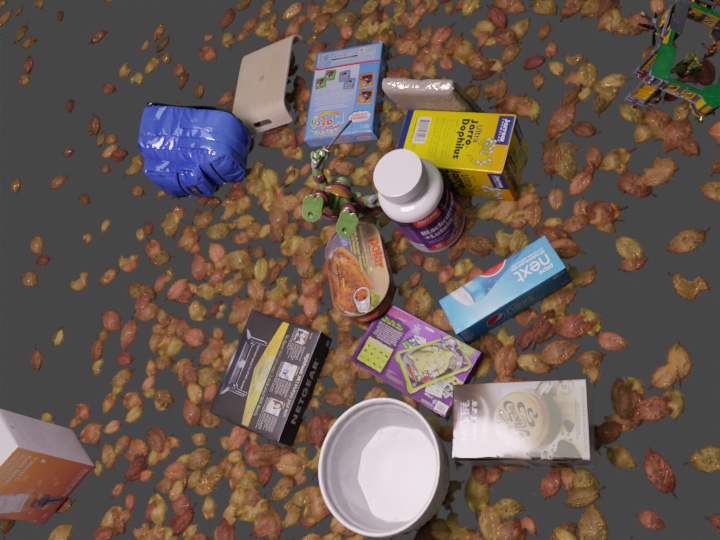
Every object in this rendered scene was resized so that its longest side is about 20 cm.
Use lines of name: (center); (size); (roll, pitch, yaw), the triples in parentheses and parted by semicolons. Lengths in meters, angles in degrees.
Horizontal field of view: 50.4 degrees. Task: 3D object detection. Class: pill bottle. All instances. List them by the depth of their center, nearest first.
pill bottle: (0.095, -0.116, 1.265); (0.110, 0.200, 0.113); (-9, 66, 21)

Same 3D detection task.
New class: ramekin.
ramekin: (0.044, 0.306, 1.172); (0.198, 0.105, 0.203); (-10, 65, 22)

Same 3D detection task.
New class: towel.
towel: (0.134, -0.289, 1.321); (0.131, 0.200, 0.035); (8, 85, 27)

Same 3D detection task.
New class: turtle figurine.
turtle figurine: (-0.025, -0.157, 1.346); (0.199, 0.145, 0.195); (-28, 21, 22)

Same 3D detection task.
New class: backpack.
backpack: (-0.324, -0.236, 1.542); (0.197, 0.163, 0.170); (1, 79, 12)

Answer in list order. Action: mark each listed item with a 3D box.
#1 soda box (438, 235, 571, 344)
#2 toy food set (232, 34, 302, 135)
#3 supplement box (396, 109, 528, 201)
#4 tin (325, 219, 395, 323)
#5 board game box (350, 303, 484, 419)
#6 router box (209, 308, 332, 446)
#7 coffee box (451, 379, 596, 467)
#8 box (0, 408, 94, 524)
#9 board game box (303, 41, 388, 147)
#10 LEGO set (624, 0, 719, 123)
soda box: (0.230, 0.033, 1.221); (0.199, 0.064, 0.068); (-32, 59, 9)
toy food set: (-0.189, -0.387, 1.603); (0.142, 0.060, 0.203); (-10, 64, 34)
supplement box: (0.173, -0.199, 1.316); (0.198, 0.109, 0.111); (8, 73, 28)
tin: (0.000, 0.000, 1.343); (0.111, 0.042, 0.202); (-25, 51, 19)
board game box: (0.091, 0.144, 1.262); (0.199, 0.032, 0.121); (28, 86, 31)
router box: (-0.158, 0.185, 1.346); (0.156, 0.052, 0.202); (15, 76, 29)
coffee box: (0.239, 0.227, 1.127); (0.197, 0.080, 0.115); (-6, 67, 23)
box: (-0.624, 0.363, 1.406); (0.153, 0.200, 0.106); (-49, 57, -1)
board game box: (-0.028, -0.348, 1.515); (0.149, 0.037, 0.203); (-2, 68, 25)
LEGO set: (0.514, -0.329, 1.232); (0.152, 0.116, 0.203); (14, 77, -2)
